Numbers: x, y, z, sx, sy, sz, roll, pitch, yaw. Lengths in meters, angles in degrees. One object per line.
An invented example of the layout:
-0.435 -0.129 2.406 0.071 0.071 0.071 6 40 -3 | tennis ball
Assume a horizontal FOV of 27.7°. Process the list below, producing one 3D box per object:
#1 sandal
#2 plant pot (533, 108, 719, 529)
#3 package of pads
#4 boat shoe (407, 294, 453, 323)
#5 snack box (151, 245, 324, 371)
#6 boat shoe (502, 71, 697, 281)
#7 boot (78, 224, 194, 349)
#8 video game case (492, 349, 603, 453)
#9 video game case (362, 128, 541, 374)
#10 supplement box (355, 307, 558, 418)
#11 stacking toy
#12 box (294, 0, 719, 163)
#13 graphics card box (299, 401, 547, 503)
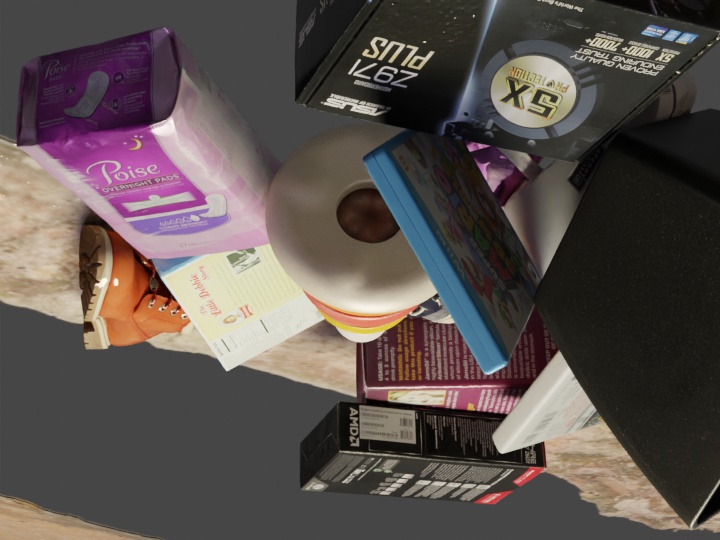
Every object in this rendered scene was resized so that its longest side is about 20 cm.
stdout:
0.100 -0.076 1.042 0.081 0.050 0.203 1 156 -4 | sandal
0.233 0.006 0.926 0.199 0.177 0.201 -16 138 -46 | plant pot
-0.136 -0.078 1.002 0.119 0.077 0.200 -10 154 16 | package of pads
0.044 0.004 1.162 0.091 0.076 0.200 5 166 -5 | boat shoe
-0.090 0.007 1.184 0.115 0.037 0.200 -28 154 -3 | snack box
0.162 -0.061 1.010 0.065 0.072 0.201 -7 136 -42 | boat shoe
-0.182 0.012 1.212 0.106 0.076 0.200 -1 164 -7 | boot
0.219 0.078 1.197 0.180 0.024 0.201 -13 153 -25 | video game case
0.064 -0.026 0.916 0.018 0.144 0.200 -28 -175 18 | video game case
0.096 0.080 1.316 0.197 0.105 0.131 -1 156 -3 | supplement box
0.000 0.000 1.079 0.144 0.148 0.201 1 152 -4 | stacking toy
0.080 -0.150 0.838 0.198 0.087 0.164 10 154 -21 | box
0.054 0.168 1.321 0.197 0.052 0.126 6 155 -17 | graphics card box
